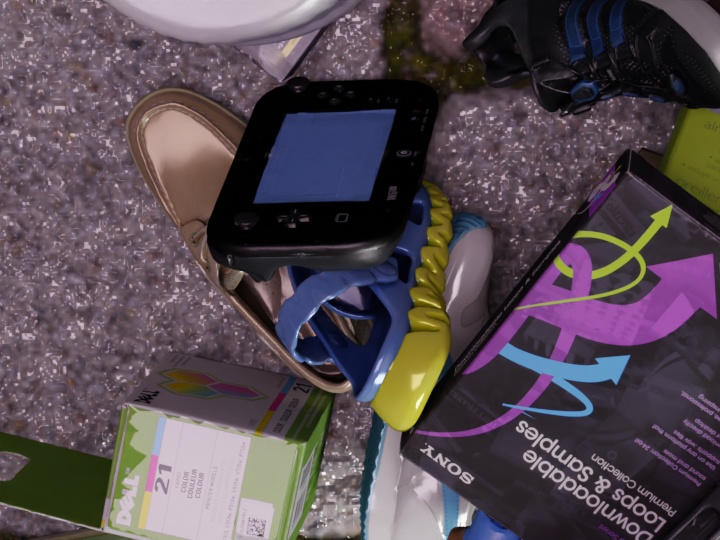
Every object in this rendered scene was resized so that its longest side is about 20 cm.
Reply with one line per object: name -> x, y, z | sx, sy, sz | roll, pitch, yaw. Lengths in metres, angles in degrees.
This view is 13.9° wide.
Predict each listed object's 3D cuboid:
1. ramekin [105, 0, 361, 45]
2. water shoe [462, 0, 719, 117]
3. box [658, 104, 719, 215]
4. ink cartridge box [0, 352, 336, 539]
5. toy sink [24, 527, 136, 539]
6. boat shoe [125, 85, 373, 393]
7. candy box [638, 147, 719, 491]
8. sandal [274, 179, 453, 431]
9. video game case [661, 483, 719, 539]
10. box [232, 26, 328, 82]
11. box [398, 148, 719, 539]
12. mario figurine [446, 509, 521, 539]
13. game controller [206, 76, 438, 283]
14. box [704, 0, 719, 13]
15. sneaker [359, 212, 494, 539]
ramekin -> -0.071, -0.213, 1.548 | 0.199, 0.098, 0.202 | 1, 101, 7
water shoe -> 0.132, -0.107, 1.552 | 0.079, 0.200, 0.072 | -46, 122, -12
box -> 0.225, -0.058, 1.571 | 0.121, 0.201, 0.048 | 24, 146, 1
ink cartridge box -> -0.124, 0.092, 1.631 | 0.199, 0.148, 0.076 | 13, 101, 4
toy sink -> -0.203, 0.217, 1.672 | 0.199, 0.130, 0.113 | -12, 99, 9
boat shoe -> -0.061, -0.017, 1.647 | 0.072, 0.065, 0.200 | -35, 95, 11
candy box -> 0.175, 0.046, 1.637 | 0.115, 0.055, 0.201 | 19, 102, 4
sandal -> 0.000, 0.000, 1.576 | 0.087, 0.200, 0.080 | 22, 116, -13
video game case -> 0.189, 0.165, 1.588 | 0.181, 0.200, 0.026 | -46, 69, 12
box -> -0.045, -0.230, 1.616 | 0.161, 0.049, 0.200 | 37, 102, 1
box -> 0.132, 0.057, 1.506 | 0.143, 0.036, 0.200 | 34, 114, -8
mario figurine -> 0.111, 0.071, 1.595 | 0.123, 0.106, 0.201 | 1, 111, -40
game controller -> -0.017, -0.054, 1.571 | 0.104, 0.200, 0.042 | -9, 117, 14
box -> 0.211, -0.163, 1.549 | 0.200, 0.075, 0.100 | 42, 68, 8
sneaker -> 0.053, 0.065, 1.651 | 0.080, 0.077, 0.201 | 10, 107, -5
